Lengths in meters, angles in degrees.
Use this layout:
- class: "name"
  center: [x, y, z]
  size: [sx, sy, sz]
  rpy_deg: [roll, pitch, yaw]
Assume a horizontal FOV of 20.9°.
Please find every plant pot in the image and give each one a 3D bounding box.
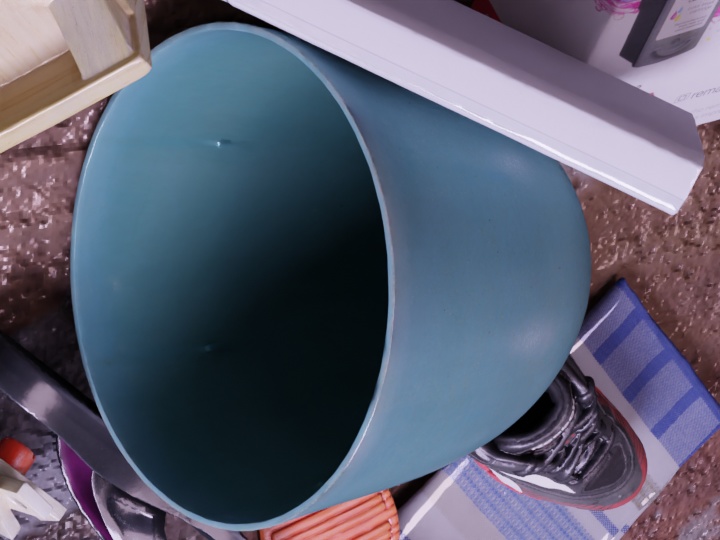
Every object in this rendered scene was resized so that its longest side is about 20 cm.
- class: "plant pot"
  center: [0.000, 0.000, 0.826]
  size: [0.161, 0.201, 0.201]
  rpy_deg: [-3, 118, -44]

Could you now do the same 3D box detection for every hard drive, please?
- class: "hard drive"
  center: [0.037, -0.086, 0.765]
  size: [0.200, 0.132, 0.027]
  rpy_deg: [25, 104, 2]

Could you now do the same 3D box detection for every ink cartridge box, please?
- class: "ink cartridge box"
  center: [0.145, -0.146, 0.852]
  size: [0.148, 0.086, 0.200]
  rpy_deg: [-15, 154, -25]

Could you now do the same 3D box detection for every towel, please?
- class: "towel"
  center: [0.107, 0.114, 1.078]
  size: [0.200, 0.024, 0.147]
  rpy_deg: [-47, 131, -5]

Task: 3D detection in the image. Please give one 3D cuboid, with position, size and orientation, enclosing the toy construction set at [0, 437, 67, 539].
- class: "toy construction set"
  center: [-0.202, 0.131, 0.794]
  size: [0.092, 0.131, 0.200]
  rpy_deg: [-49, -171, 52]

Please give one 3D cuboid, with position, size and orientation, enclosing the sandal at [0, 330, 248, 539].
- class: "sandal"
  center: [-0.112, 0.099, 0.884]
  size: [0.048, 0.075, 0.200]
  rpy_deg: [-49, 124, -6]

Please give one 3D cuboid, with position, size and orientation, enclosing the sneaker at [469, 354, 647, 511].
- class: "sneaker"
  center: [0.087, 0.075, 0.972]
  size: [0.200, 0.098, 0.071]
  rpy_deg: [38, 87, -35]

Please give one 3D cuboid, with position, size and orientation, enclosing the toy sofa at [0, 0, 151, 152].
- class: "toy sofa"
  center: [-0.163, -0.143, 0.705]
  size: [0.083, 0.098, 0.200]
  rpy_deg: [-27, 134, 13]

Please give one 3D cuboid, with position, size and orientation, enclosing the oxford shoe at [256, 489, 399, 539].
- class: "oxford shoe"
  center: [-0.016, 0.150, 0.991]
  size: [0.071, 0.073, 0.200]
  rpy_deg: [-20, 109, -12]

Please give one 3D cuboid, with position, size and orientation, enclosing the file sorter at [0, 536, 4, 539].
- class: "file sorter"
  center: [-0.152, 0.237, 0.894]
  size: [0.125, 0.139, 0.200]
  rpy_deg: [-39, 132, -13]
